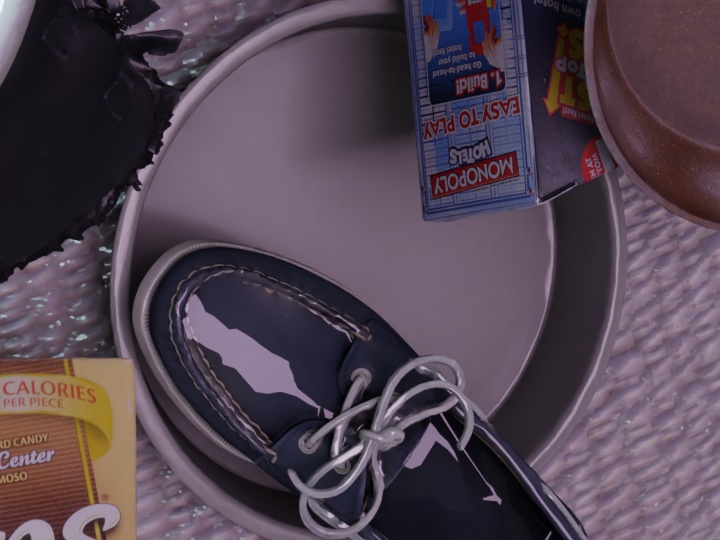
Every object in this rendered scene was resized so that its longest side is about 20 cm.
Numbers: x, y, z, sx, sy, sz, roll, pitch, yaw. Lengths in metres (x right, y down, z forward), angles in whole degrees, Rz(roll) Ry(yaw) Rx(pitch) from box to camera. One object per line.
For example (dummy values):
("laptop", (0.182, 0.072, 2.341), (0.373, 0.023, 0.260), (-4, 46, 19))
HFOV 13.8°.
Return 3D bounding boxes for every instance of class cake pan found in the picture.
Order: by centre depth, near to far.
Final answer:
("cake pan", (0.000, 0.000, 1.065), (0.200, 0.037, 0.201), (-4, 100, -23))

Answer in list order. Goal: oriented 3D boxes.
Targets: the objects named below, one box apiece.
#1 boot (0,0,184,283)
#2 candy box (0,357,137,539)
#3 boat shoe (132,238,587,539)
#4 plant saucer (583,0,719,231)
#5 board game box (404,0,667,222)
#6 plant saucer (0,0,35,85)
("boot", (-0.156, -0.044, 0.943), (0.198, 0.073, 0.163), (-45, 146, -8))
("candy box", (-0.129, 0.129, 0.955), (0.115, 0.055, 0.201), (0, 68, -7))
("boat shoe", (0.007, 0.062, 1.023), (0.075, 0.062, 0.200), (-49, 113, -8))
("plant saucer", (0.158, -0.103, 0.980), (0.200, 0.035, 0.201), (-13, 128, -16))
("board game box", (0.088, -0.105, 1.044), (0.200, 0.062, 0.201), (16, 75, -37))
("plant saucer", (-0.179, -0.078, 0.840), (0.200, 0.200, 0.050), (-47, 156, -10))
